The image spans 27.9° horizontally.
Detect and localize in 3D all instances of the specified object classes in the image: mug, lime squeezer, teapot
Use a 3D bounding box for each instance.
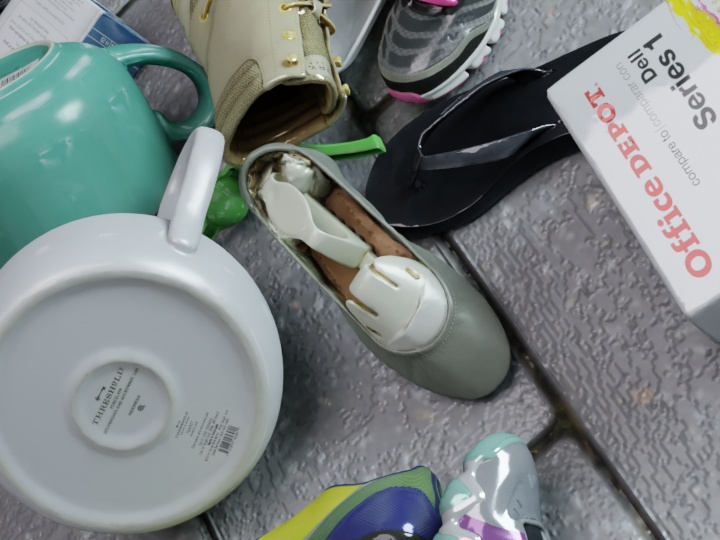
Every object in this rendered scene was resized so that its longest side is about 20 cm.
[{"bbox_3d":[-0.200,-0.088,0.948,0.151,0.115,0.185,-6,34,39],"label":"mug"},{"bbox_3d":[-0.067,-0.042,0.918,0.200,0.038,0.071,-38,67,22],"label":"lime squeezer"},{"bbox_3d":[-0.138,0.043,0.857,0.199,0.199,0.146,-22,24,2],"label":"teapot"}]

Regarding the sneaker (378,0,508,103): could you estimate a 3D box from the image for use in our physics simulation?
[{"bbox_3d":[0.055,-0.200,0.867,0.073,0.087,0.201,24,85,39],"label":"sneaker"}]

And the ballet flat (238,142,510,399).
[{"bbox_3d":[0.000,0.000,0.813,0.200,0.064,0.068,45,105,27],"label":"ballet flat"}]

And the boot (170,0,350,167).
[{"bbox_3d":[-0.030,-0.171,0.873,0.200,0.073,0.156,-38,49,24],"label":"boot"}]

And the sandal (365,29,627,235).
[{"bbox_3d":[0.083,-0.086,0.827,0.199,0.043,0.077,-27,57,23],"label":"sandal"}]

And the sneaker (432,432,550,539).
[{"bbox_3d":[0.103,0.181,0.686,0.139,0.078,0.202,0,80,33],"label":"sneaker"}]

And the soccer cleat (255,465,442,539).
[{"bbox_3d":[-0.034,0.165,0.802,0.199,0.065,0.084,-25,28,29],"label":"soccer cleat"}]

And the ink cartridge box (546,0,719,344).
[{"bbox_3d":[0.212,-0.079,0.697,0.199,0.084,0.145,-36,64,17],"label":"ink cartridge box"}]

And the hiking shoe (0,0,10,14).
[{"bbox_3d":[-0.288,-0.231,1.142,0.200,0.074,0.087,-49,28,8],"label":"hiking shoe"}]

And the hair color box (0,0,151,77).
[{"bbox_3d":[-0.250,-0.114,1.058,0.100,0.060,0.201,39,94,39],"label":"hair color box"}]

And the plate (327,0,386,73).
[{"bbox_3d":[-0.023,-0.240,0.974,0.199,0.032,0.201,30,90,40],"label":"plate"}]
